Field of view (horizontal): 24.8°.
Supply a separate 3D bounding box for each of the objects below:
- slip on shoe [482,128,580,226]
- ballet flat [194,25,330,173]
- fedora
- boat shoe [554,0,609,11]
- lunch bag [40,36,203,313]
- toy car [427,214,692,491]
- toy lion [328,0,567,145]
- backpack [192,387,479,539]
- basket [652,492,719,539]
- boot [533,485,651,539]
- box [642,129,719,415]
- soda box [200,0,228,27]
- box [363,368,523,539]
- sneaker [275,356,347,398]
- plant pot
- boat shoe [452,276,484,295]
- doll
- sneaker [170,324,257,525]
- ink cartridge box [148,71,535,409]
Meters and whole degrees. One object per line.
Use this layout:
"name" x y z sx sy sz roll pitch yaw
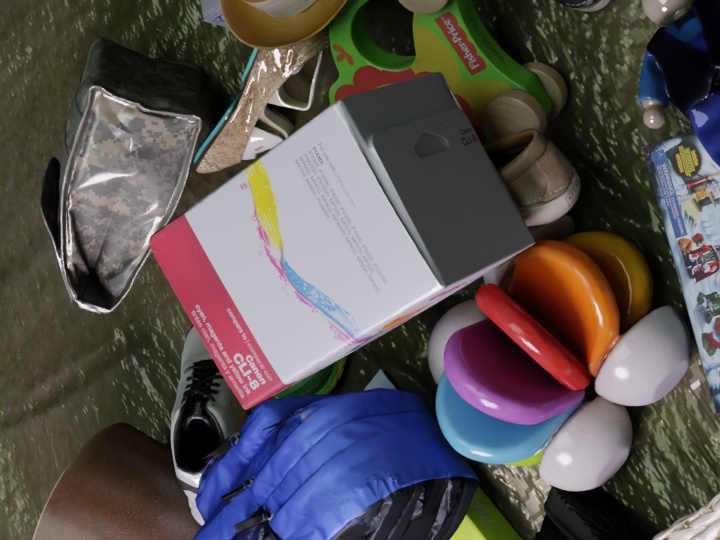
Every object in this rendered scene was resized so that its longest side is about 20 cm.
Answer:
"slip on shoe" 0.063 -0.057 1.216 0.199 0.076 0.061 -10 133 35
"ballet flat" -0.078 -0.141 1.377 0.065 0.071 0.200 32 131 -3
"fedora" -0.070 -0.267 1.235 0.200 0.082 0.202 -12 73 47
"boat shoe" 0.099 -0.253 1.235 0.199 0.066 0.075 40 118 26
"lunch bag" -0.212 -0.079 1.414 0.117 0.164 0.201 15 110 -12
"toy car" 0.126 0.062 1.198 0.175 0.150 0.200 42 117 25
"toy lion" 0.044 -0.138 1.258 0.191 0.069 0.200 -23 109 37
"backpack" -0.026 0.173 1.258 0.200 0.162 0.168 -47 65 31
"basket" 0.310 0.181 1.087 0.200 0.135 0.124 -41 69 32
"boot" 0.170 0.270 1.201 0.158 0.079 0.211 -67 24 17
"box" 0.288 -0.011 1.140 0.137 0.040 0.201 -19 84 35
"soda box" -0.050 -0.269 1.326 0.200 0.063 0.069 -30 62 41
"box" 0.035 0.195 1.346 0.200 0.048 0.122 50 120 20
"sneaker" -0.042 0.017 1.359 0.074 0.083 0.201 16 104 34
"plant pot" -0.156 0.255 1.427 0.199 0.187 0.188 20 107 19
"boat shoe" 0.000 0.000 1.299 0.199 0.063 0.071 -10 46 11
"doll" 0.251 -0.139 1.118 0.136 0.048 0.200 -41 46 16
"sneaker" -0.124 0.114 1.390 0.073 0.080 0.201 -14 50 8
"ink cartridge box" -0.012 -0.023 1.148 0.200 0.145 0.145 -33 85 35
